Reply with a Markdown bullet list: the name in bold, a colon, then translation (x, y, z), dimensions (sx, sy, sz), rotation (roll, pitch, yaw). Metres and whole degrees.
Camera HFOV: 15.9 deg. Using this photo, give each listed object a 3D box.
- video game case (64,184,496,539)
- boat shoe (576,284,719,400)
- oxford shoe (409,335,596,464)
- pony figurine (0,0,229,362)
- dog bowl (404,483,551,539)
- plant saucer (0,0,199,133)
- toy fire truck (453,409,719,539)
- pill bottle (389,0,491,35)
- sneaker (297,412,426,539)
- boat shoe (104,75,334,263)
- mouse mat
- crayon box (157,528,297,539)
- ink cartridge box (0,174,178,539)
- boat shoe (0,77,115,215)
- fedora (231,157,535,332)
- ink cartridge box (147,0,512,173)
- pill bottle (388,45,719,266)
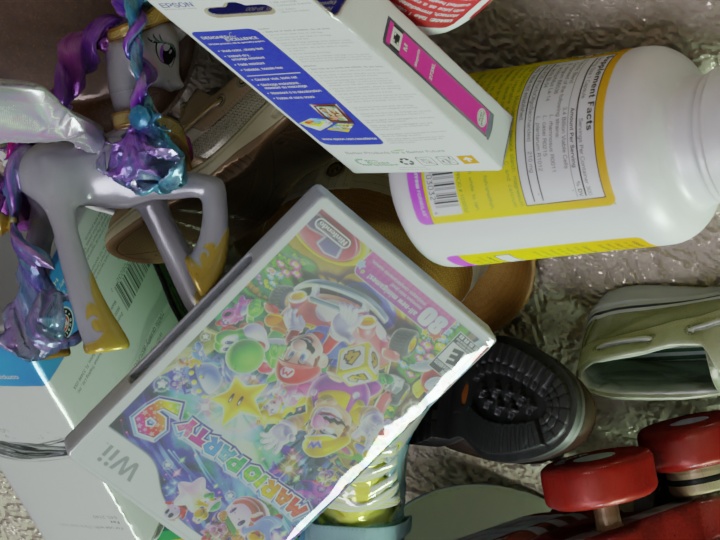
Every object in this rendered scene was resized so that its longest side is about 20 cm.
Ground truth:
- **video game case**: translation (-0.043, 0.065, 1.402), dimensions (0.200, 0.018, 0.143), rotation (-45, 120, 11)
- **boat shoe**: translation (0.215, 0.044, 1.459), dimensions (0.199, 0.062, 0.072), rotation (-7, 131, 34)
- **oxford shoe**: translation (0.099, 0.081, 1.534), dimensions (0.084, 0.073, 0.200), rotation (15, 176, -20)
- **pony figurine**: translation (-0.158, -0.055, 1.396), dimensions (0.192, 0.201, 0.167), rotation (-9, -179, -3)
- **dog bowl**: translation (0.081, 0.238, 1.638), dimensions (0.199, 0.201, 0.079), rotation (25, 139, 1)
- **plant saucer**: translation (-0.182, -0.158, 1.453), dimensions (0.199, 0.035, 0.201), rotation (9, 130, 11)
- **toy fire truck**: translation (0.145, 0.155, 1.540), dimensions (0.167, 0.199, 0.113), rotation (-7, 96, 50)
- **pill bottle**: translation (0.042, -0.185, 1.261), dimensions (0.112, 0.113, 0.200), rotation (37, 140, -14)
- **sneaker**: translation (0.004, 0.126, 1.520), dimensions (0.079, 0.132, 0.200), rotation (1, 168, -3)
- **boat shoe**: translation (-0.073, -0.071, 1.463), dimensions (0.072, 0.065, 0.200), rotation (15, 139, -44)
- **mouse mat**: translation (-0.091, 0.054, 1.563), dimensions (0.007, 0.200, 0.161), rotation (-26, 127, 0)
- **crayon box**: translation (-0.074, 0.209, 1.802), dimensions (0.199, 0.058, 0.119), rotation (34, 140, -9)
- **ink cartridge box**: translation (-0.177, 0.056, 1.619), dimensions (0.085, 0.147, 0.201), rotation (0, 134, 27)
- **boat shoe**: translation (-0.181, -0.076, 1.537), dimensions (0.199, 0.070, 0.071), rotation (23, 141, 4)
- **fedora**: translation (0.000, 0.000, 1.511), dimensions (0.199, 0.082, 0.201), rotation (15, 140, 13)
- **ink cartridge box**: translation (-0.012, -0.103, 1.276), dimensions (0.094, 0.037, 0.200), rotation (1, 159, 34)
- **pill bottle**: translation (0.121, -0.061, 1.362), dimensions (0.199, 0.105, 0.105), rotation (-6, 132, 33)
